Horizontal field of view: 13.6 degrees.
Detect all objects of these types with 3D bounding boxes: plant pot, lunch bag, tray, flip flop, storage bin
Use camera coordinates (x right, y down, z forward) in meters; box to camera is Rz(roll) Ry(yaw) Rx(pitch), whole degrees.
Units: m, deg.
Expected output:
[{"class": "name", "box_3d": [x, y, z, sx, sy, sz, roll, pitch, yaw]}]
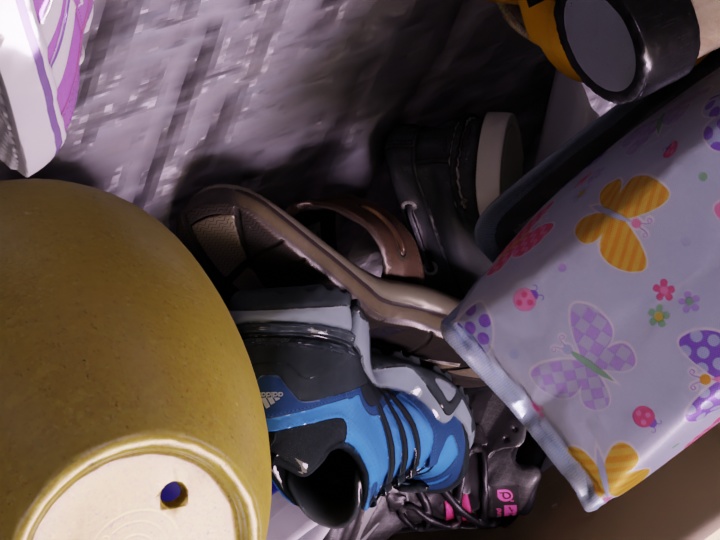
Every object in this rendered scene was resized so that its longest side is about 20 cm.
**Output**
[{"class": "plant pot", "box_3d": [-0.111, 0.083, 1.143, 0.199, 0.142, 0.201, -11, 115, -25]}, {"class": "lunch bag", "box_3d": [0.135, -0.012, 1.279, 0.169, 0.127, 0.200, -39, -178, 19]}, {"class": "tray", "box_3d": [0.108, -0.011, 1.459, 0.200, 0.022, 0.108, 66, 33, -63]}, {"class": "flip flop", "box_3d": [0.000, 0.000, 1.325, 0.199, 0.058, 0.081, 22, 157, -37]}, {"class": "storage bin", "box_3d": [0.118, 0.157, 1.586, 0.200, 0.198, 0.094, -35, 119, -14]}]

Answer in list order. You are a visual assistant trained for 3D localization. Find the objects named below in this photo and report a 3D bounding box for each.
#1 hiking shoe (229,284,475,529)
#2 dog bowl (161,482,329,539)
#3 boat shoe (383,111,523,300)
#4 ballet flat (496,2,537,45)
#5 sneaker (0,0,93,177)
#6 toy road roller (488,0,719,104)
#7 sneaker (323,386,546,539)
[{"class": "hiking shoe", "box_3d": [-0.009, 0.074, 1.317, 0.200, 0.074, 0.087, 38, 54, -58]}, {"class": "dog bowl", "box_3d": [-0.107, 0.151, 1.351, 0.200, 0.079, 0.200, -45, 173, -7]}, {"class": "boat shoe", "box_3d": [0.044, -0.007, 1.404, 0.200, 0.066, 0.075, 75, 22, -63]}, {"class": "ballet flat", "box_3d": [0.137, -0.131, 1.344, 0.199, 0.071, 0.071, -26, 150, -29]}, {"class": "sneaker", "box_3d": [-0.097, -0.119, 1.032, 0.114, 0.073, 0.201, -34, 153, -22]}, {"class": "toy road roller", "box_3d": [0.096, -0.169, 1.197, 0.123, 0.146, 0.201, -28, 114, -27]}, {"class": "sneaker", "box_3d": [0.047, 0.099, 1.541, 0.200, 0.084, 0.077, -37, 153, -10]}]
